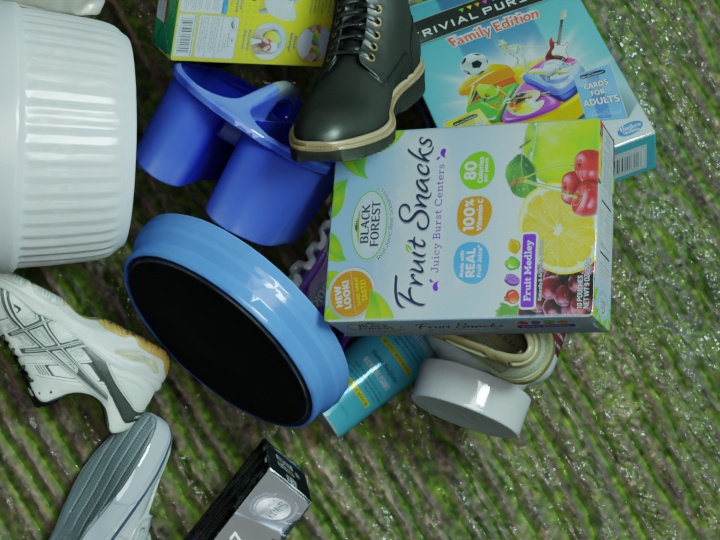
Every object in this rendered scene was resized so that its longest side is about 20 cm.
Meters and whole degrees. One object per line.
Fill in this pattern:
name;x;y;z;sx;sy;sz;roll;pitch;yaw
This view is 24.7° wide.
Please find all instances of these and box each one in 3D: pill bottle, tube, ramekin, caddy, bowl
pill bottle;0.115;0.022;1.296;0.108;0.110;0.202;22;77;-6
tube;0.042;0.055;1.346;0.199;0.050;0.078;-40;105;-10
ramekin;-0.229;-0.098;1.238;0.104;0.200;0.203;1;93;-15
caddy;-0.083;-0.099;1.250;0.141;0.200;0.106;36;101;8
bowl;-0.099;0.043;1.251;0.200;0.200;0.039;43;64;-6

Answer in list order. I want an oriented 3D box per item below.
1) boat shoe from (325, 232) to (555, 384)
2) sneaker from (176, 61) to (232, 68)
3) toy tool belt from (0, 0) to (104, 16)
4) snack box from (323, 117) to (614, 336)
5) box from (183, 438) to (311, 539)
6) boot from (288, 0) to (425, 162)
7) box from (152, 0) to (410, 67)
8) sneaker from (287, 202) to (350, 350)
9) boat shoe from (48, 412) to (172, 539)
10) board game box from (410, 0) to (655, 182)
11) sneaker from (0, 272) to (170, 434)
boat shoe;0.054;0.014;1.220;0.200;0.063;0.074;37;89;21
sneaker;-0.072;-0.232;1.311;0.198;0.074;0.088;-27;85;-15
toy tool belt;-0.283;-0.265;1.274;0.197;0.124;0.126;9;129;-1
snack box;0.078;-0.028;1.168;0.197;0.053;0.144;-1;74;22
box;-0.119;0.232;1.279;0.043;0.160;0.201;39;88;-5
boot;-0.008;-0.168;1.166;0.076;0.200;0.140;3;116;13
box;-0.051;-0.216;1.237;0.198;0.048;0.119;0;115;-28
sneaker;0.000;0.000;1.306;0.088;0.080;0.201;38;94;26
boat shoe;-0.204;0.211;1.324;0.067;0.073;0.201;37;87;-35
board game box;0.121;-0.141;1.282;0.149;0.047;0.201;-20;56;-4
sneaker;-0.253;0.060;1.297;0.198;0.076;0.088;28;86;-6
